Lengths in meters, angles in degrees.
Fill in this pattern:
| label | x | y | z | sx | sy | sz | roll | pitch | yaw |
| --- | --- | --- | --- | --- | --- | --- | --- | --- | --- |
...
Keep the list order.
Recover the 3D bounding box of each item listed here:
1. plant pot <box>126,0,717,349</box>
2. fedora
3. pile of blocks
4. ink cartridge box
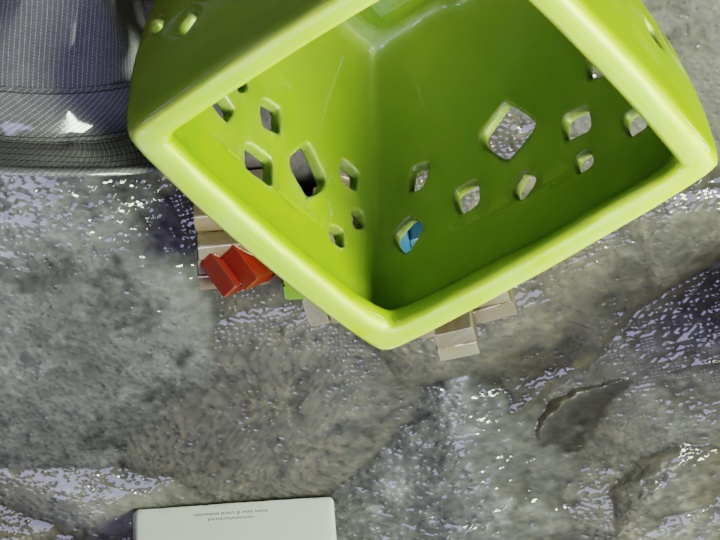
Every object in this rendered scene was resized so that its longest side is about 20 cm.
| label | x | y | z | sx | sy | sz | roll | pitch | yaw |
| --- | --- | --- | --- | --- | --- | --- | --- | --- | --- |
| plant pot | 0.024 | -0.116 | 1.244 | 0.200 | 0.182 | 0.199 | -28 | 132 | 24 |
| fedora | -0.157 | -0.113 | 1.255 | 0.176 | 0.200 | 0.091 | 0 | 107 | -17 |
| pile of blocks | 0.000 | 0.000 | 1.459 | 0.199 | 0.062 | 0.082 | 13 | 134 | -18 |
| ink cartridge box | -0.069 | 0.255 | 1.618 | 0.125 | 0.200 | 0.129 | -4 | 137 | -1 |
